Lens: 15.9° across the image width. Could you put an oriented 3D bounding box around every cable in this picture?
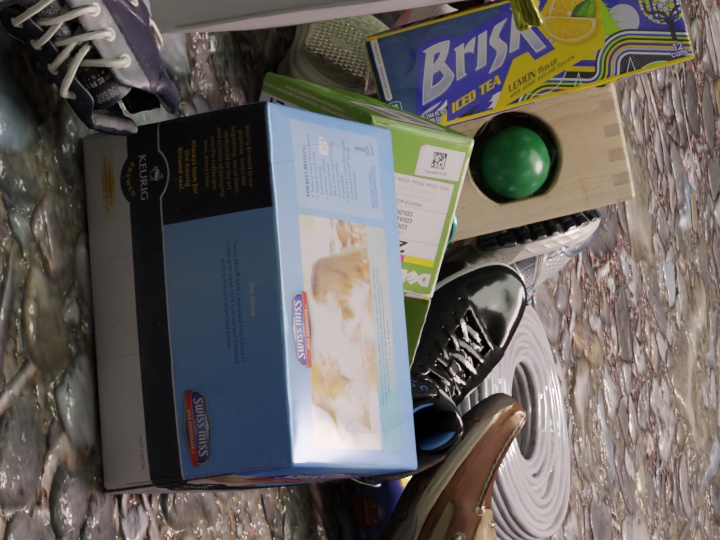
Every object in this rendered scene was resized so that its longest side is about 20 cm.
[{"bbox_3d":[0.102,0.112,1.959,0.200,0.069,0.201,54,34,-52],"label":"cable"}]

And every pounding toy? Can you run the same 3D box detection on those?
[{"bbox_3d":[0.098,-0.106,1.748,0.200,0.183,0.143,-165,-117,-77],"label":"pounding toy"}]

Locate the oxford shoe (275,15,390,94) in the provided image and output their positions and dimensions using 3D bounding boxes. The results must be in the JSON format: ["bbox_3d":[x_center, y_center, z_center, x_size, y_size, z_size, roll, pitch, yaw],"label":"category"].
[{"bbox_3d":[-0.021,-0.138,1.742,0.058,0.075,0.200,-60,-176,24],"label":"oxford shoe"}]

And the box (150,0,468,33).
[{"bbox_3d":[-0.020,-0.240,1.563,0.199,0.199,0.172,-18,102,-72],"label":"box"}]

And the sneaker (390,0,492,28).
[{"bbox_3d":[0.095,-0.191,1.924,0.075,0.105,0.200,45,36,17],"label":"sneaker"}]

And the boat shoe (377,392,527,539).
[{"bbox_3d":[0.055,0.172,1.664,0.200,0.072,0.076,-58,-175,8],"label":"boat shoe"}]

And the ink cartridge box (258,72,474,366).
[{"bbox_3d":[-0.020,-0.005,1.564,0.075,0.148,0.201,11,98,-30],"label":"ink cartridge box"}]

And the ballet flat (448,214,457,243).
[{"bbox_3d":[0.000,0.000,1.688,0.068,0.070,0.200,68,-24,17],"label":"ballet flat"}]

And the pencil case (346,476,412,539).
[{"bbox_3d":[0.033,0.154,1.739,0.087,0.078,0.201,-12,96,-35],"label":"pencil case"}]

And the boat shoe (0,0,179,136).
[{"bbox_3d":[-0.150,-0.134,1.326,0.093,0.074,0.200,67,15,18],"label":"boat shoe"}]

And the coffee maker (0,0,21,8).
[{"bbox_3d":[-0.194,-0.208,1.104,0.192,0.134,0.201,19,-54,62],"label":"coffee maker"}]

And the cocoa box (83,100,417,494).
[{"bbox_3d":[-0.060,0.019,1.431,0.133,0.131,0.201,8,75,-57],"label":"cocoa box"}]

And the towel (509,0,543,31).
[{"bbox_3d":[0.106,-0.236,1.601,0.200,0.018,0.086,-77,156,-52],"label":"towel"}]

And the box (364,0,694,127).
[{"bbox_3d":[0.106,-0.141,1.635,0.064,0.199,0.070,-59,134,-85],"label":"box"}]

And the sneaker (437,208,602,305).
[{"bbox_3d":[0.089,0.007,1.869,0.199,0.078,0.087,-25,129,-23],"label":"sneaker"}]

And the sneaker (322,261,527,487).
[{"bbox_3d":[0.054,0.072,1.641,0.200,0.112,0.073,-41,110,-19],"label":"sneaker"}]
